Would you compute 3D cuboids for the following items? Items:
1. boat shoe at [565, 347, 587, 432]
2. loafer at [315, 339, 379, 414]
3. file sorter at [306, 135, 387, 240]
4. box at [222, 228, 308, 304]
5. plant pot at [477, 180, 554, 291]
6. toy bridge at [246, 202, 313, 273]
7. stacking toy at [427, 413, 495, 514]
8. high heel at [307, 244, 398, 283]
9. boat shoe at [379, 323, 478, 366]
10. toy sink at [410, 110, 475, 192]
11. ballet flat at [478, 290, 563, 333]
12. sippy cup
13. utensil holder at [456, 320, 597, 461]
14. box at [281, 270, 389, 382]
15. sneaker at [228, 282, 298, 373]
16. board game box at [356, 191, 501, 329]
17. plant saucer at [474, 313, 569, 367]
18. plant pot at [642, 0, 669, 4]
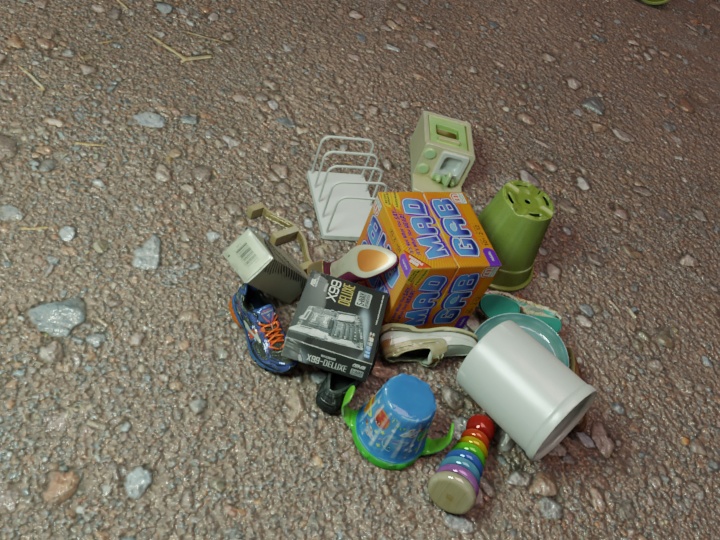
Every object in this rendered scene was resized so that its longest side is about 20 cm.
[{"bbox_3d":[0.413,0.238,1.566,0.068,0.072,0.201,47,29,-25],"label":"boat shoe"},{"bbox_3d":[-0.015,0.175,1.432,0.068,0.071,0.201,31,45,7],"label":"loafer"},{"bbox_3d":[-0.022,-0.180,1.717,0.138,0.125,0.201,1,49,-21],"label":"file sorter"},{"bbox_3d":[-0.168,-0.004,1.450,0.082,0.068,0.200,49,5,20],"label":"box"},{"bbox_3d":[0.333,-0.091,1.738,0.198,0.191,0.201,12,45,-13],"label":"plant pot"},{"bbox_3d":[-0.157,-0.072,1.630,0.067,0.027,0.200,-22,60,-39],"label":"toy bridge"},{"bbox_3d":[0.189,0.329,1.382,0.085,0.086,0.200,32,38,7],"label":"stacking toy"},{"bbox_3d":[0.000,0.000,1.519,0.096,0.199,0.068,24,57,-55],"label":"high heel"},{"bbox_3d":[0.133,0.152,1.521,0.198,0.075,0.069,4,53,-10],"label":"boat shoe"},{"bbox_3d":[0.199,-0.278,1.908,0.129,0.112,0.201,13,46,-10],"label":"toy sink"},{"bbox_3d":[0.334,0.090,1.672,0.199,0.076,0.064,21,14,-9],"label":"ballet flat"},{"bbox_3d":[0.067,0.251,1.354,0.177,0.131,0.140,-6,53,-28],"label":"sippy cup"},{"bbox_3d":[0.296,0.215,1.428,0.169,0.171,0.200,-25,56,-38],"label":"utensil holder"},{"bbox_3d":[-0.042,0.096,1.421,0.156,0.050,0.201,18,37,0],"label":"box"},{"bbox_3d":[-0.176,0.102,1.426,0.075,0.079,0.200,-21,60,-35],"label":"sneaker"},{"bbox_3d":[0.124,-0.016,1.574,0.198,0.201,0.201,-2,50,-25],"label":"board game box"},{"bbox_3d":[0.313,0.178,1.566,0.198,0.028,0.201,1,56,-2],"label":"plant saucer"},{"bbox_3d":[1.150,-1.170,3.087,0.198,0.201,0.191,17,32,-8],"label":"plant pot"}]
